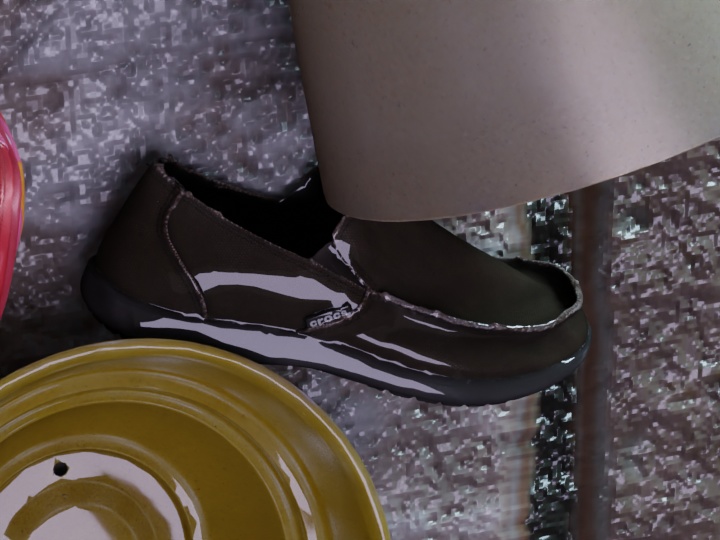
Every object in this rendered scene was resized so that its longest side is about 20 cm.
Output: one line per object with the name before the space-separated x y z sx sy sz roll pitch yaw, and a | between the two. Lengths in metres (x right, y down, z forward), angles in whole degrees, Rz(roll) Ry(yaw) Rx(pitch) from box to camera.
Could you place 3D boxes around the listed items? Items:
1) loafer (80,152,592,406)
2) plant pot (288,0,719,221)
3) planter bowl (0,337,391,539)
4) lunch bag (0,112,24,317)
loafer | 0.000 0.000 0.968 0.199 0.073 0.072 6 113 -23
plant pot | 0.045 -0.146 0.873 0.187 0.187 0.201 -22 106 -10
planter bowl | -0.094 0.117 0.966 0.200 0.083 0.201 -3 100 -20
lunch bag | -0.177 0.006 0.832 0.082 0.200 0.177 15 111 -24
